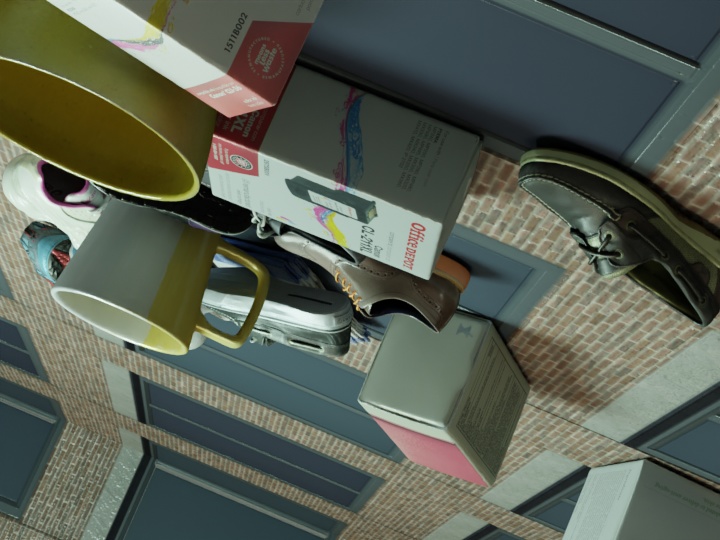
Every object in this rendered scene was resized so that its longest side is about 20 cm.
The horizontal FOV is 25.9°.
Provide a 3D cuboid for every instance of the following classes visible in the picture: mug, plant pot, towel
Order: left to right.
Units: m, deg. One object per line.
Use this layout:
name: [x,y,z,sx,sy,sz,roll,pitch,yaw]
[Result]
plant pot: [-0.179,-0.160,1.118,0.199,0.142,0.200,20,163,7]
mug: [-0.203,-0.005,1.603,0.186,0.154,0.149,34,159,-35]
towel: [-0.086,0.020,1.756,0.147,0.024,0.200,14,159,35]

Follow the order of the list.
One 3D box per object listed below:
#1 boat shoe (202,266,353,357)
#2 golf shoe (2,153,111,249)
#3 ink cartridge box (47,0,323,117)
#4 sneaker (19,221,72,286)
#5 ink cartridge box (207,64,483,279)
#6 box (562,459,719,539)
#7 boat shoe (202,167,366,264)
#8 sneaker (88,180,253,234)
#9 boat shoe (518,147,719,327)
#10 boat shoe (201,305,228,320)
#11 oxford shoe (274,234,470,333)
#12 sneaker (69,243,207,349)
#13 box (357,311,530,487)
boat shoe: [-0.099,0.049,1.658,0.200,0.072,0.071,16,120,31]
golf shoe: [-0.287,-0.062,1.685,0.200,0.076,0.091,29,159,-24]
ink cartridge box: [-0.123,-0.197,0.972,0.200,0.117,0.067,31,162,-27]
sneaker: [-0.365,-0.006,1.990,0.095,0.079,0.200,33,164,28]
ink cartridge box: [-0.015,-0.083,1.244,0.199,0.083,0.146,22,163,5]
box: [0.361,0.362,1.916,0.199,0.200,0.171,26,165,-8]
boat shoe: [-0.074,-0.060,1.423,0.199,0.063,0.073,19,163,15]
sneaker: [-0.200,-0.085,1.502,0.200,0.076,0.088,28,169,-15]
boat shoe: [0.200,-0.023,1.174,0.201,0.066,0.072,29,163,-18]
boat shoe: [-0.207,0.025,1.844,0.071,0.069,0.200,12,163,30]
oxford shoe: [0.000,0.000,1.493,0.199,0.073,0.071,19,163,15]
sneaker: [-0.269,0.031,1.886,0.200,0.072,0.072,39,-173,-10]
box: [0.094,0.134,1.685,0.109,0.128,0.200,16,161,26]
